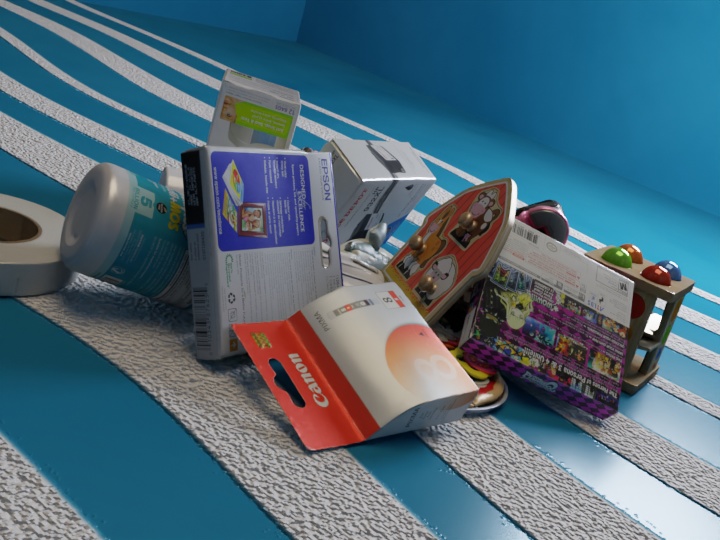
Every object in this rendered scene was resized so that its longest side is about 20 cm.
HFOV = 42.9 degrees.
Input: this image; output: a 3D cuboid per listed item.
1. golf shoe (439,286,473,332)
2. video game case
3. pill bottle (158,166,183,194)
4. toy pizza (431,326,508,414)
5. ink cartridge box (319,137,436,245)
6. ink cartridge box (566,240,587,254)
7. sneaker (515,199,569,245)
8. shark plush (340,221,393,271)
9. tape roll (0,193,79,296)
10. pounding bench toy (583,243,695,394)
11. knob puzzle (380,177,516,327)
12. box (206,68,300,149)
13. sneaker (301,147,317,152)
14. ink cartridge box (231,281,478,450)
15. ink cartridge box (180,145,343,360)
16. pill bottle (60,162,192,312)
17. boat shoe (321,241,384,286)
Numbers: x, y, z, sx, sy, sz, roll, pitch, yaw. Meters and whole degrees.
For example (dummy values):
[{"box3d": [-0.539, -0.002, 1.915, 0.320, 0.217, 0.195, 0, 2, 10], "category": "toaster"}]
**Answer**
[{"box3d": [0.140, 0.036, 1.142, 0.087, 0.078, 0.199, -35, 50, -17], "category": "golf shoe"}, {"box3d": [0.221, 0.050, 1.065, 0.197, 0.036, 0.184, 26, 56, -11], "category": "video game case"}, {"box3d": [-0.156, -0.069, 1.152, 0.196, 0.114, 0.112, 10, 19, -21], "category": "pill bottle"}, {"box3d": [0.074, 0.095, 1.020, 0.196, 0.032, 0.201, 16, 18, -5], "category": "toy pizza"}, {"box3d": [-0.002, -0.110, 1.337, 0.198, 0.146, 0.084, -8, 55, -54], "category": "ink cartridge box"}, {"box3d": [0.271, 0.001, 1.403, 0.196, 0.085, 0.144, 6, 21, -35], "category": "ink cartridge box"}, {"box3d": [0.181, -0.037, 1.189, 0.197, 0.080, 0.096, -21, 19, 26], "category": "sneaker"}, {"box3d": [0.000, 0.000, 1.182, 0.084, 0.091, 0.199, 54, 22, 10], "category": "shark plush"}, {"box3d": [-0.386, -0.033, 0.946, 0.198, 0.038, 0.203, 17, 17, -5], "category": "tape roll"}, {"box3d": [0.318, 0.037, 1.221, 0.197, 0.159, 0.123, 27, 20, 27], "category": "pounding bench toy"}, {"box3d": [0.108, -0.040, 1.098, 0.030, 0.220, 0.220, 41, 8, -25], "category": "knob puzzle"}, {"box3d": [-0.159, -0.154, 1.252, 0.110, 0.204, 0.102, 15, 18, -11], "category": "box"}, {"box3d": [-0.107, -0.145, 1.428, 0.078, 0.097, 0.199, 25, 21, 19], "category": "sneaker"}, {"box3d": [-0.004, 0.082, 0.878, 0.197, 0.051, 0.163, 0, 41, -43], "category": "ink cartridge box"}, {"box3d": [-0.095, -0.023, 0.944, 0.046, 0.203, 0.198, -4, 1, 34], "category": "ink cartridge box"}, {"box3d": [-0.198, -0.024, 0.946, 0.197, 0.112, 0.111, 23, 11, -35], "category": "pill bottle"}, {"box3d": [-0.059, -0.001, 1.079, 0.197, 0.074, 0.066, 25, 42, -22], "category": "boat shoe"}]
